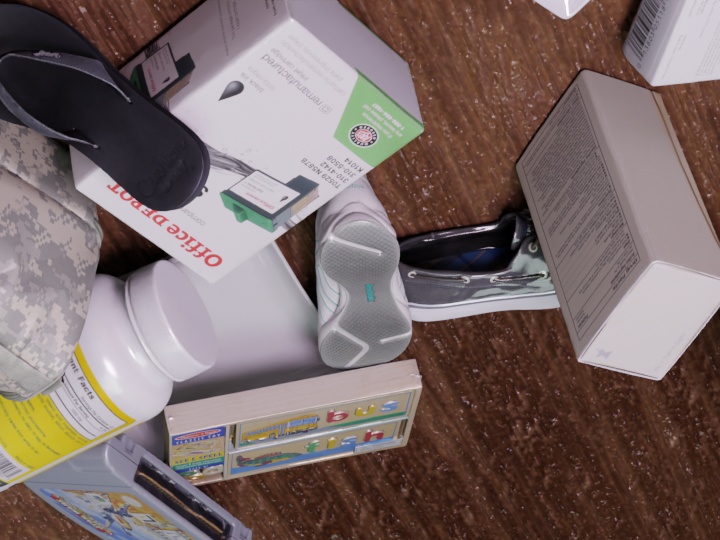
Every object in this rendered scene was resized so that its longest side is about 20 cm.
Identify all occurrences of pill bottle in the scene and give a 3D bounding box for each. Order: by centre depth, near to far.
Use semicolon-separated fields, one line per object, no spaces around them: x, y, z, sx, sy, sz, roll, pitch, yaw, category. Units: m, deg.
-0.208;0.072;1.569;0.199;0.113;0.113;-26;135;15;pill bottle

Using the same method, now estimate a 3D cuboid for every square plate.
-0.125;0.054;1.668;0.197;0.029;0.200;-24;135;10;square plate

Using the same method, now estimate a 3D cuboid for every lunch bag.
-0.275;-0.019;1.459;0.139;0.168;0.200;-34;132;20;lunch bag

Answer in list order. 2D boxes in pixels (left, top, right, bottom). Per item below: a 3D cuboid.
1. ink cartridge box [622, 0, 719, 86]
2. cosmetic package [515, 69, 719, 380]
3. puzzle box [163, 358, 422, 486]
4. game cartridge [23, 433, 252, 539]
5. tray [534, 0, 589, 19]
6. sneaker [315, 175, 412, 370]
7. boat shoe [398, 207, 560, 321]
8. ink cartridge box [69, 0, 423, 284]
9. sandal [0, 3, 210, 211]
0.294;-0.210;1.504;0.199;0.050;0.163;-10;139;-30;ink cartridge box
0.181;-0.034;1.527;0.073;0.201;0.104;14;131;-26;cosmetic package
-0.054;0.121;1.699;0.199;0.026;0.133;-11;156;-9;puzzle box
-0.186;0.181;1.732;0.133;0.042;0.200;-6;146;36;game cartridge
0.102;-0.247;1.423;0.199;0.022;0.107;28;124;-34;tray
0.000;0.000;1.608;0.070;0.081;0.201;-6;142;-5;sneaker
0.116;-0.015;1.633;0.199;0.070;0.066;-9;138;6;boat shoe
-0.081;-0.100;1.483;0.200;0.085;0.146;-36;131;22;ink cartridge box
-0.185;-0.111;1.408;0.199;0.043;0.076;30;100;10;sandal
